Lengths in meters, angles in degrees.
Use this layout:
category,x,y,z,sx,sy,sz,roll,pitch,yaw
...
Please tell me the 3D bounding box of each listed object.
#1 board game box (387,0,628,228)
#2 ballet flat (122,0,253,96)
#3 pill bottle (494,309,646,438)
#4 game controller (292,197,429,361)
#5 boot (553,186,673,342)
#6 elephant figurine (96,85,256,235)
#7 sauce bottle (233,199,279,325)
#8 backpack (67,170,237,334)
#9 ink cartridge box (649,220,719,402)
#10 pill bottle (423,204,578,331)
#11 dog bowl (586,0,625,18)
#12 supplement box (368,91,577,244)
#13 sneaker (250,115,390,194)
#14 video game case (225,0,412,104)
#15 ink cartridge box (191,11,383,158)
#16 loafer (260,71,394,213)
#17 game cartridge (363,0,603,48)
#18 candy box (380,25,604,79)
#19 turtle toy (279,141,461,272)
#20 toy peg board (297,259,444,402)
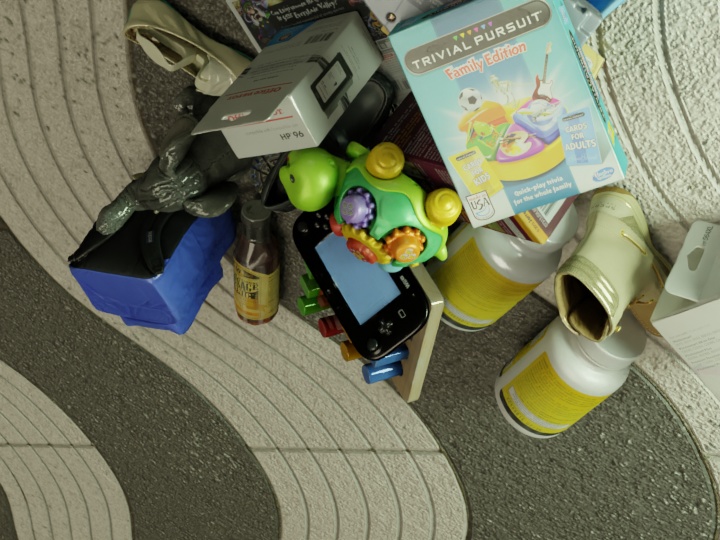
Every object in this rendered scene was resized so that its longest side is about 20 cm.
category,x,y,z,sx,sy,sz,roll,pitch,yaw
board game box,0.135,-0.154,1.119,0.151,0.047,0.200,-19,110,23
ballet flat,-0.194,-0.246,1.458,0.200,0.070,0.070,33,141,0
pill bottle,0.253,0.114,1.480,0.111,0.111,0.200,35,142,-2
game controller,0.000,0.000,1.398,0.104,0.042,0.200,-43,68,29
boot,0.283,0.031,1.338,0.073,0.156,0.200,-6,127,38
elephant figurine,-0.204,-0.119,1.487,0.141,0.200,0.155,30,141,5
sauce bottle,-0.141,-0.011,1.665,0.066,0.066,0.200,20,138,17
backpack,-0.260,-0.030,1.624,0.162,0.200,0.168,11,145,23
ink cartridge box,0.410,0.046,1.286,0.200,0.129,0.125,46,139,-16
pill bottle,0.159,-0.019,1.408,0.112,0.112,0.200,38,141,-5
dog bowl,0.177,-0.256,1.150,0.111,0.050,0.200,44,119,-8
supplement box,0.120,-0.111,1.298,0.200,0.086,0.110,21,160,48
sneaker,-0.028,-0.143,1.452,0.199,0.085,0.077,-11,100,17
video game case,-0.031,-0.255,1.371,0.200,0.023,0.182,-8,126,41
ink cartridge box,-0.075,-0.183,1.297,0.116,0.200,0.068,-5,128,39
loafer,-0.038,-0.138,1.371,0.068,0.070,0.201,44,111,-1
game cartridge,0.103,-0.239,1.133,0.200,0.040,0.133,36,117,-3
candy box,0.133,-0.230,1.255,0.200,0.057,0.117,37,140,-6
turtle toy,0.009,-0.069,1.309,0.200,0.101,0.146,38,167,-2
toy peg board,0.001,0.039,1.508,0.200,0.098,0.199,100,149,-49
